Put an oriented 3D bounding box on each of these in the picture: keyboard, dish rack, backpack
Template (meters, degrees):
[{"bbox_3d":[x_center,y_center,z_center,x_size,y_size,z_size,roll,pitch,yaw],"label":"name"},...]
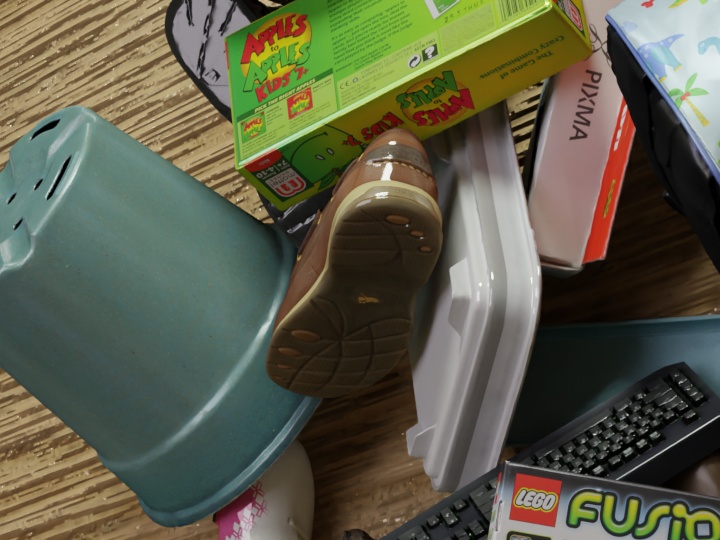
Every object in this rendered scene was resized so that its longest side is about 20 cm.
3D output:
[{"bbox_3d":[0.102,0.122,1.367,0.200,0.021,0.127,-32,33,-3],"label":"keyboard"},{"bbox_3d":[0.052,0.014,1.478,0.200,0.043,0.172,-96,14,-50],"label":"dish rack"},{"bbox_3d":[0.212,-0.069,1.289,0.147,0.200,0.183,-35,51,5],"label":"backpack"}]

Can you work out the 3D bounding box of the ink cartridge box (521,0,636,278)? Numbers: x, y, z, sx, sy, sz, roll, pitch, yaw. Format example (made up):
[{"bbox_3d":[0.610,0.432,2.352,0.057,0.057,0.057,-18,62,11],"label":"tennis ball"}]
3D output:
[{"bbox_3d":[0.125,-0.099,1.446,0.174,0.043,0.201,106,178,-87],"label":"ink cartridge box"}]

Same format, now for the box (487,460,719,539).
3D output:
[{"bbox_3d":[0.157,0.163,1.297,0.035,0.199,0.110,96,-175,-82],"label":"box"}]

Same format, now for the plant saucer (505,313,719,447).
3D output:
[{"bbox_3d":[0.129,0.063,1.480,0.200,0.019,0.070,-5,74,48],"label":"plant saucer"}]

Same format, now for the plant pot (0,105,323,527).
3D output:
[{"bbox_3d":[-0.138,0.016,1.609,0.200,0.196,0.200,-41,25,24],"label":"plant pot"}]

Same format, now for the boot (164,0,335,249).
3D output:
[{"bbox_3d":[-0.020,-0.088,1.619,0.073,0.154,0.204,-39,79,20],"label":"boot"}]

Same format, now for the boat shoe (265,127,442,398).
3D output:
[{"bbox_3d":[0.000,0.000,1.481,0.200,0.072,0.068,117,164,-50],"label":"boat shoe"}]

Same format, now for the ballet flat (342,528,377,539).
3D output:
[{"bbox_3d":[0.026,0.233,1.519,0.046,0.067,0.200,-15,55,-1],"label":"ballet flat"}]

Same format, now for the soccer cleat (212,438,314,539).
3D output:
[{"bbox_3d":[-0.049,0.200,1.603,0.086,0.070,0.201,16,95,41],"label":"soccer cleat"}]

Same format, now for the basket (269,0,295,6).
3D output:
[{"bbox_3d":[0.001,-0.205,1.567,0.180,0.200,0.136,-9,69,42],"label":"basket"}]

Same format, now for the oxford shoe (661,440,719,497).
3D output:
[{"bbox_3d":[0.156,0.179,1.361,0.073,0.084,0.201,-3,74,50],"label":"oxford shoe"}]

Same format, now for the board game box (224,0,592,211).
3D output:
[{"bbox_3d":[0.023,-0.122,1.464,0.200,0.048,0.102,-26,47,21],"label":"board game box"}]
